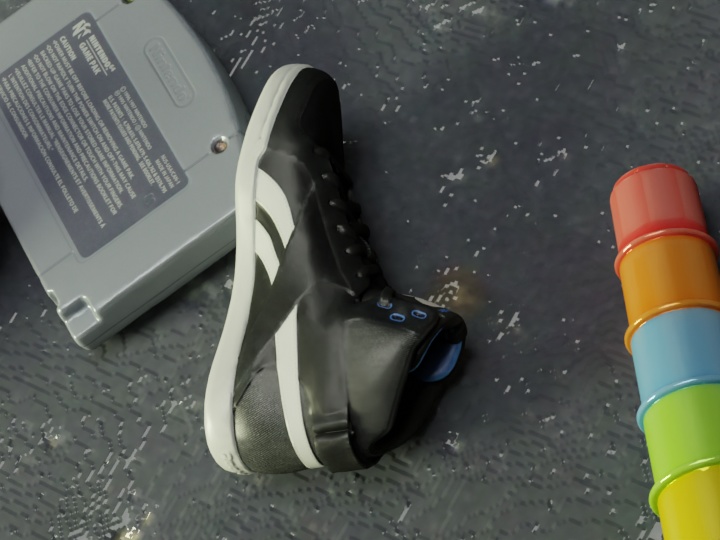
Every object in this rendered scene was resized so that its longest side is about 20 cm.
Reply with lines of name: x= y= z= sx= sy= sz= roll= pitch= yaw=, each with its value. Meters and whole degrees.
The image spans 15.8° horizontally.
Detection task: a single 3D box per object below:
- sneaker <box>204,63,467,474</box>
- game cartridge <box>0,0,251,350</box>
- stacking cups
sneaker: x=0.000 y=0.000 z=1.204 sx=0.112 sy=0.073 sz=0.200 roll=1 pitch=72 yaw=23
game cartridge: x=-0.126 y=-0.068 z=1.318 sx=0.133 sy=0.041 sz=0.200 roll=-37 pitch=54 yaw=8
stacking cups: x=0.142 y=0.041 z=1.110 sx=0.060 sy=0.061 sz=0.200 roll=-18 pitch=57 yaw=17
